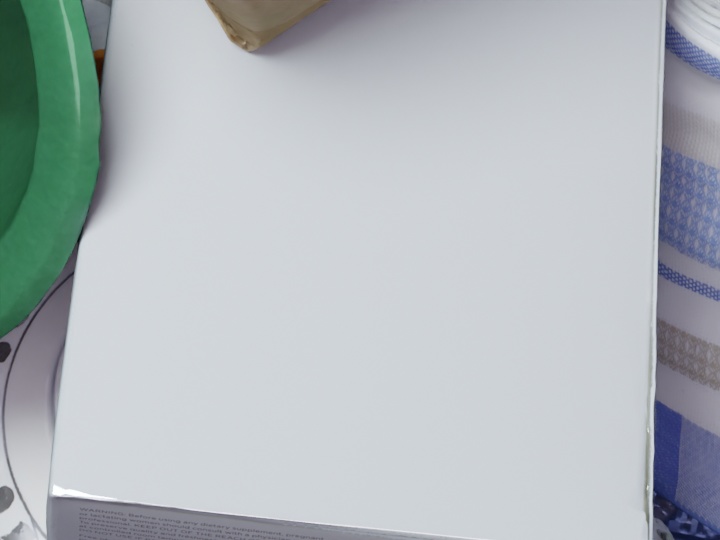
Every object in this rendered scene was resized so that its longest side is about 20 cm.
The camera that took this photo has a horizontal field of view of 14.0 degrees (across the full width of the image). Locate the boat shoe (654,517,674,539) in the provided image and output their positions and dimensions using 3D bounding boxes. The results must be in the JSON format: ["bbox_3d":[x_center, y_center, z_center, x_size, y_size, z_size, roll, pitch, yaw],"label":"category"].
[{"bbox_3d":[0.078,0.117,0.906,0.067,0.200,0.074,16,122,-5],"label":"boat shoe"}]

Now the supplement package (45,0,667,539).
[{"bbox_3d":[0.000,0.000,0.816,0.155,0.111,0.201,7,63,-3],"label":"supplement package"}]

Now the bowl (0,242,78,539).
[{"bbox_3d":[-0.049,0.052,0.904,0.200,0.094,0.201,1,68,-1],"label":"bowl"}]

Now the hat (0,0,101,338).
[{"bbox_3d":[-0.102,-0.089,0.847,0.165,0.176,0.201,-21,92,34],"label":"hat"}]

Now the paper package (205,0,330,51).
[{"bbox_3d":[-0.003,-0.190,0.751,0.200,0.103,0.191,-34,82,-3],"label":"paper package"}]

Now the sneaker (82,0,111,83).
[{"bbox_3d":[-0.165,-0.098,0.953,0.199,0.076,0.092,0,72,14],"label":"sneaker"}]

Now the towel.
[{"bbox_3d":[0.141,0.020,0.858,0.147,0.024,0.201,29,138,32],"label":"towel"}]
